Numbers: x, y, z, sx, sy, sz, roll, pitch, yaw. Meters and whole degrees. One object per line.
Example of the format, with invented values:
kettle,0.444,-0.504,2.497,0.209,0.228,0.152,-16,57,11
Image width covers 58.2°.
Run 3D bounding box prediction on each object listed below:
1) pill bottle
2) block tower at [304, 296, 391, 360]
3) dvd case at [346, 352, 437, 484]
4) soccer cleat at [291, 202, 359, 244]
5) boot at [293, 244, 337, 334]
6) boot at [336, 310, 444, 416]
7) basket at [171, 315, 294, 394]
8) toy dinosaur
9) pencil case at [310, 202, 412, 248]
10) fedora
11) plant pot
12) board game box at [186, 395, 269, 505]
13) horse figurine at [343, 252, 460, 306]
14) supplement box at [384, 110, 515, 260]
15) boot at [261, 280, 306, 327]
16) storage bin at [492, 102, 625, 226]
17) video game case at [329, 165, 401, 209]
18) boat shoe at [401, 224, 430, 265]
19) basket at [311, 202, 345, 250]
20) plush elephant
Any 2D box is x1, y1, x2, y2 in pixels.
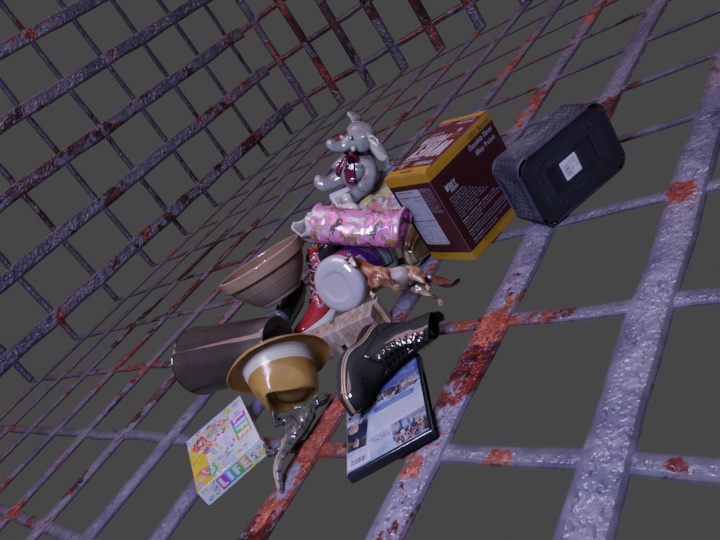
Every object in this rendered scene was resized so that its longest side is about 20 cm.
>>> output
pill bottle,0.000,0.000,1.305,0.111,0.114,0.199,-21,6,33
block tower,-0.038,0.124,1.227,0.198,0.054,0.058,-28,23,22
dvd case,0.041,0.213,0.964,0.141,0.018,0.201,-32,21,12
soccer cleat,-0.076,-0.101,1.386,0.199,0.077,0.070,-20,55,52
boot,-0.100,0.037,1.379,0.072,0.145,0.200,-3,39,53
boot,0.049,0.131,1.004,0.137,0.078,0.201,-19,26,28
basket,-0.234,0.161,1.266,0.197,0.138,0.180,-13,-9,27
toy dinosaur,-0.118,0.269,1.063,0.087,0.048,0.201,-10,36,37
pencil case,-0.001,-0.088,1.263,0.197,0.083,0.088,6,78,20
fedora,-0.133,0.190,1.126,0.199,0.201,0.082,-33,57,9
plant pot,-0.191,0.015,1.360,0.199,0.094,0.201,-30,10,6
board game box,-0.243,0.317,1.167,0.134,0.034,0.200,-40,21,-10
horse figurine,0.076,0.019,1.172,0.197,0.051,0.133,4,19,-17
supplement box,0.192,-0.161,1.258,0.197,0.201,0.132,-45,23,-22
boot,-0.160,0.088,1.404,0.166,0.065,0.201,-60,0,41
storage bin,0.353,-0.190,1.153,0.199,0.136,0.094,-39,21,-8
video game case,0.039,-0.154,1.440,0.180,0.023,0.201,-23,37,-5
boat shoe,0.151,-0.084,1.354,0.075,0.072,0.201,-4,36,34
basket,-0.019,-0.093,1.526,0.199,0.144,0.149,-35,20,4
plush elephant,-0.011,-0.259,1.446,0.198,0.156,0.165,-27,37,-11
